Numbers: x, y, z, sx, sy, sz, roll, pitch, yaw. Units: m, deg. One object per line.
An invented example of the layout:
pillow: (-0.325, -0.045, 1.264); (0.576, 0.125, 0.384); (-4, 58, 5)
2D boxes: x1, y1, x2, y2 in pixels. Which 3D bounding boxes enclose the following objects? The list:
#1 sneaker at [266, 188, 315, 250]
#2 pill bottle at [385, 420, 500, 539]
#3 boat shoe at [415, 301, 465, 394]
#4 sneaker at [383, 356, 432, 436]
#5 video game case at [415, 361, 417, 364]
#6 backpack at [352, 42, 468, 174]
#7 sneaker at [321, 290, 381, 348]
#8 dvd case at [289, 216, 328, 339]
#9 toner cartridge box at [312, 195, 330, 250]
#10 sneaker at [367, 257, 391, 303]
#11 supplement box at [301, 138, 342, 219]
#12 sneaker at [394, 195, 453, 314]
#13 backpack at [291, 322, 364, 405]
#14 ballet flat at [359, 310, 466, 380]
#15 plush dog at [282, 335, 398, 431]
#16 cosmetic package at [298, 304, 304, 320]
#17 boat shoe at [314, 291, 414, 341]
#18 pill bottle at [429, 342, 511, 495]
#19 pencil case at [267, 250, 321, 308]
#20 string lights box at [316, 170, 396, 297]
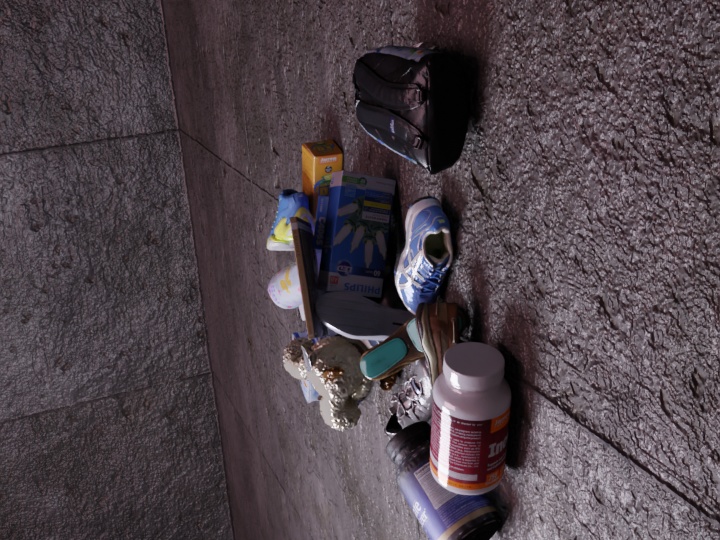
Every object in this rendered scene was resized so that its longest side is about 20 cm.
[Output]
sneaker: (-0.141, -0.105, 1.778); (0.200, 0.075, 0.106); (-24, 68, 61)
pill bottle: (0.125, 0.343, 1.377); (0.201, 0.111, 0.112); (55, 150, 32)
boat shoe: (0.137, 0.136, 1.305); (0.076, 0.073, 0.202); (-80, -24, -61)
sneaker: (0.088, 0.219, 1.432); (0.201, 0.081, 0.075); (101, 150, -43)
video game case: (0.133, 0.236, 1.466); (0.143, 0.018, 0.202); (-143, 46, -61)
backpack: (0.067, -0.244, 1.236); (0.199, 0.153, 0.165); (20, 124, 42)
sneaker: (0.009, 0.082, 1.557); (0.199, 0.075, 0.085); (34, 139, 4)
dvd case: (-0.086, 0.014, 1.485); (0.149, 0.016, 0.202); (17, -117, -83)
toner cartridge box: (-0.050, -0.085, 1.604); (0.200, 0.043, 0.096); (-31, -53, -85)
sneaker: (0.001, 0.000, 1.631); (0.202, 0.067, 0.109); (114, 142, -54)
supplement box: (-0.078, -0.158, 1.756); (0.069, 0.066, 0.202); (-128, 32, -51)
sneaker: (0.099, -0.009, 1.339); (0.077, 0.075, 0.202); (-122, 27, -53)
backpack: (-0.064, 0.173, 1.794); (0.201, 0.152, 0.192); (104, 159, -55)
ballet flat: (0.089, 0.114, 1.389); (0.199, 0.072, 0.068); (-35, 77, 22)
plush dog: (-0.020, 0.166, 1.610); (0.200, 0.171, 0.161); (51, 146, 8)
cosmetic package: (-0.086, 0.027, 1.871); (0.200, 0.073, 0.103); (131, 124, -63)
boat shoe: (0.018, 0.090, 1.457); (0.067, 0.198, 0.074); (121, 165, -73)
pill bottle: (0.157, 0.210, 1.248); (0.113, 0.112, 0.202); (-132, 35, -54)
pencil case: (-0.108, 0.018, 1.718); (0.200, 0.090, 0.084); (-26, 73, 58)
string lights box: (-0.007, -0.061, 1.483); (0.059, 0.102, 0.202); (-175, 92, -68)
